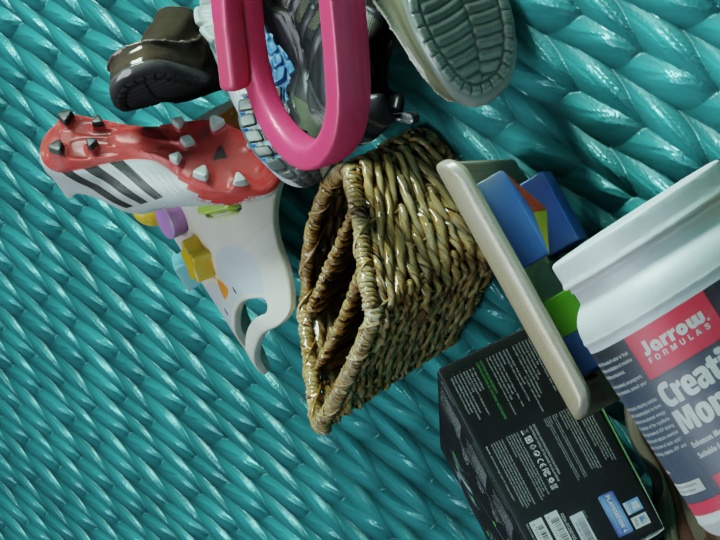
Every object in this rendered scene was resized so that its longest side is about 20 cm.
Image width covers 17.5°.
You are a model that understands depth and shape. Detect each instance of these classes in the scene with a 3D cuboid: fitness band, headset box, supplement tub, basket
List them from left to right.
[{"bbox_3d":[-0.047,-0.168,1.617,0.143,0.037,0.201,19,122,48],"label":"fitness band"},{"bbox_3d":[0.000,0.000,1.748,0.143,0.149,0.200,51,153,14],"label":"basket"},{"bbox_3d":[0.132,0.156,1.664,0.200,0.093,0.174,83,161,-67],"label":"headset box"},{"bbox_3d":[0.222,0.049,1.436,0.200,0.140,0.140,57,153,1],"label":"supplement tub"}]

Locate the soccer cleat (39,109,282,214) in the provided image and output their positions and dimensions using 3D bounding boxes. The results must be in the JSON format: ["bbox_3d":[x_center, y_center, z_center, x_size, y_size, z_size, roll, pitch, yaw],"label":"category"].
[{"bbox_3d":[-0.154,-0.077,1.830,0.199,0.069,0.085,6,147,12],"label":"soccer cleat"}]

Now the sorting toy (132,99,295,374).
[{"bbox_3d":[-0.100,-0.015,1.903,0.180,0.107,0.200,65,157,22],"label":"sorting toy"}]

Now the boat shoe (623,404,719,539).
[{"bbox_3d":[0.233,0.119,1.577,0.074,0.076,0.200,10,133,35],"label":"boat shoe"}]

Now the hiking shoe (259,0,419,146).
[{"bbox_3d":[-0.016,-0.186,1.683,0.100,0.076,0.201,-20,88,30],"label":"hiking shoe"}]

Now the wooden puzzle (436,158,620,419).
[{"bbox_3d":[0.131,0.002,1.552,0.186,0.046,0.200,61,-166,7],"label":"wooden puzzle"}]

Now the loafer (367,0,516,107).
[{"bbox_3d":[0.040,-0.198,1.573,0.200,0.075,0.070,65,159,8],"label":"loafer"}]

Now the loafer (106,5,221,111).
[{"bbox_3d":[-0.155,-0.169,1.827,0.200,0.073,0.071,-21,-88,-78],"label":"loafer"}]

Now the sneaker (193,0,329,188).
[{"bbox_3d":[-0.064,-0.131,1.793,0.087,0.075,0.200,74,173,-53],"label":"sneaker"}]
